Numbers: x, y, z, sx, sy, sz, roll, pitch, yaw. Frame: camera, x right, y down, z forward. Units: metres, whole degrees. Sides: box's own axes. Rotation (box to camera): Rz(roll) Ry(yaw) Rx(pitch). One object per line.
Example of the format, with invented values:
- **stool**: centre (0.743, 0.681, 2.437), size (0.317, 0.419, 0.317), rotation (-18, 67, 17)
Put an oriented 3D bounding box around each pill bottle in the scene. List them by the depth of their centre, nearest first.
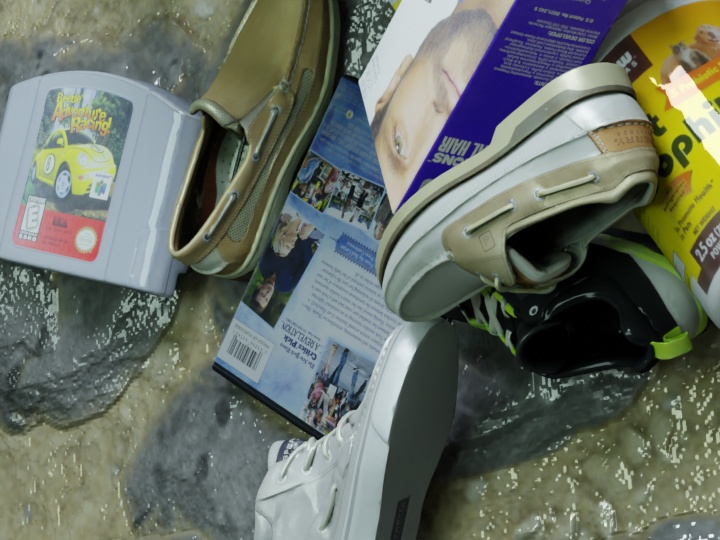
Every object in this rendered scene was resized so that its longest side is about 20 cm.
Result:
- **pill bottle**: centre (0.179, -0.068, 1.277), size (0.109, 0.109, 0.200), rotation (-47, 55, 22)

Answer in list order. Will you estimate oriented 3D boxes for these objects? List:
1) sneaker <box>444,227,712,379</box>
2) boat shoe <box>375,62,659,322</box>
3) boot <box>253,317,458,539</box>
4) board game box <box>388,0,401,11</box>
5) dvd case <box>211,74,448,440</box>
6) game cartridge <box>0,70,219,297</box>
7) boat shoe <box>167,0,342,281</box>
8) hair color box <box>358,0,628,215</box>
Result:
- **sneaker**: centre (0.094, 0.015, 1.332), size (0.200, 0.083, 0.072), rotation (4, 127, 40)
- **boat shoe**: centre (0.076, -0.022, 1.269), size (0.200, 0.075, 0.068), rotation (-46, 57, 44)
- **boot**: centre (-0.012, 0.109, 1.401), size (0.095, 0.074, 0.200), rotation (21, 104, 29)
- **board game box**: centre (0.086, -0.187, 1.426), size (0.153, 0.040, 0.200), rotation (-48, 54, 21)
- **dvd case**: centre (0.000, 0.000, 1.471), size (0.143, 0.018, 0.200), rotation (31, 100, 39)
- **game cartridge**: centre (-0.173, -0.061, 1.605), size (0.200, 0.041, 0.133), rotation (10, 83, 47)
- **boat shoe**: centre (-0.068, -0.094, 1.510), size (0.072, 0.076, 0.200), rotation (12, 88, 41)
- **hair color box**: centre (0.071, -0.129, 1.302), size (0.109, 0.065, 0.200), rotation (-104, 30, -42)
